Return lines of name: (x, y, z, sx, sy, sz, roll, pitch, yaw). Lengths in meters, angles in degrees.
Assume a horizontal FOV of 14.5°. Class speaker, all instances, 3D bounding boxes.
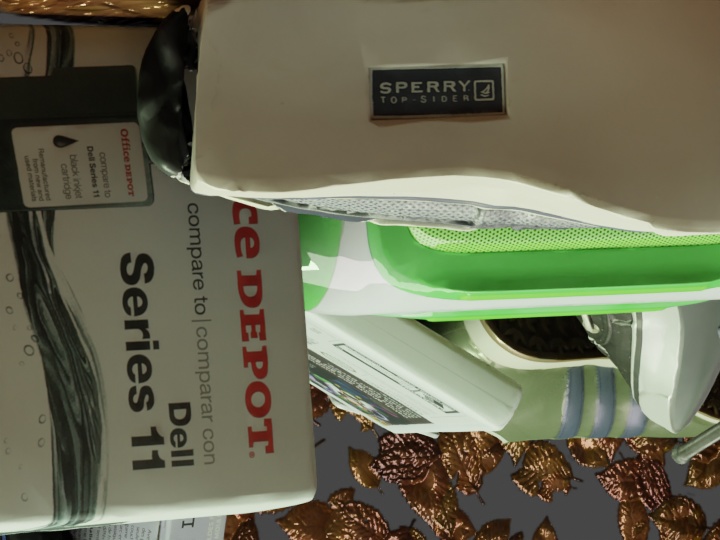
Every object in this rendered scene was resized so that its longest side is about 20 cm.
speaker: (0.060, -0.030, 0.906, 0.200, 0.089, 0.088, -2, 177, -20)

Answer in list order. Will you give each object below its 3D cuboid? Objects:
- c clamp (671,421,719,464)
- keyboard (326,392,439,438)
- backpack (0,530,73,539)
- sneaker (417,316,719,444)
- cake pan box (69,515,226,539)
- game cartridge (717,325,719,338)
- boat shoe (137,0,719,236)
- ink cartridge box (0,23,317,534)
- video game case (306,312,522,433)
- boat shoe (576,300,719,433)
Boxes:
c clamp: (0.232, 0.009, 1.144, 0.200, 0.027, 0.171, -29, 177, -21)
keyboard: (-0.020, 0.016, 1.296, 0.056, 0.011, 0.200, 26, -162, -32)
backpack: (-0.179, 0.110, 1.174, 0.154, 0.200, 0.191, -1, -177, 4)
sneaker: (0.094, 0.043, 1.264, 0.200, 0.067, 0.090, 15, 148, -41)
cake pan box: (-0.140, 0.075, 1.303, 0.184, 0.200, 0.052, 9, -176, 39)
game cartridge: (0.240, -0.021, 1.074, 0.200, 0.038, 0.130, -30, 178, -12)
boat shoe: (0.035, -0.048, 0.781, 0.200, 0.075, 0.093, 4, -179, -10)
ink cartridge box: (-0.118, 0.004, 0.813, 0.200, 0.147, 0.083, -3, 176, -33)
video game case: (-0.045, 0.005, 1.105, 0.200, 0.023, 0.182, 31, 171, -8)
boat shoe: (0.113, -0.005, 1.133, 0.064, 0.071, 0.200, 24, 155, 24)
